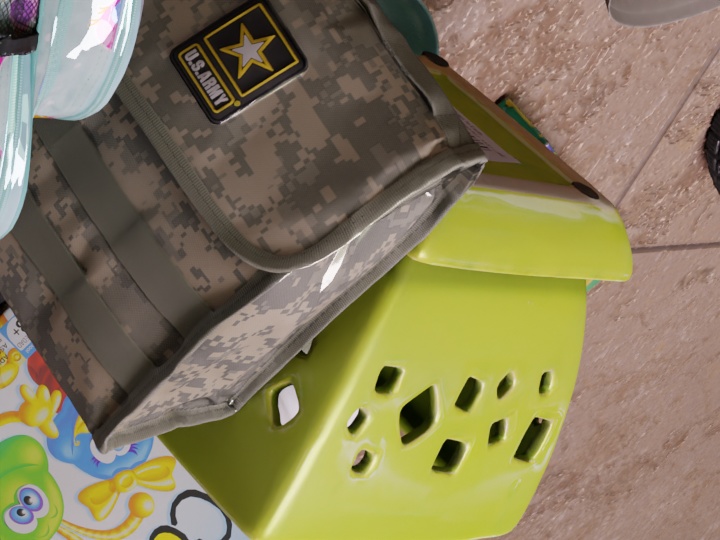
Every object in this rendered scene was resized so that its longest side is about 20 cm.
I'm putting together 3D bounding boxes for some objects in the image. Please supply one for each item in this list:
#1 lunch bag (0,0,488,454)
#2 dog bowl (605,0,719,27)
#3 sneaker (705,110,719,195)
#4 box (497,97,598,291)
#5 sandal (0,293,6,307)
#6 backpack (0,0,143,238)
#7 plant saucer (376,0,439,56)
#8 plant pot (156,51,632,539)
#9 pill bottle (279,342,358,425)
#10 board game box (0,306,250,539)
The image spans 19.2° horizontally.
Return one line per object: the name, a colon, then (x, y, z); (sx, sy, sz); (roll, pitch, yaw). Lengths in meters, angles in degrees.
lunch bag: (-0.063, -0.050, 0.870); (0.200, 0.164, 0.117); (-43, 163, 29)
dog bowl: (0.204, -0.204, 1.101); (0.199, 0.059, 0.200); (-26, 167, -6)
sneaker: (0.296, -0.117, 1.357); (0.091, 0.076, 0.200); (-14, 144, -47)
box: (0.086, -0.011, 1.292); (0.117, 0.048, 0.200); (-40, 151, 2)
sandal: (-0.219, 0.017, 1.013); (0.075, 0.048, 0.200); (-3, 147, -46)
backpack: (-0.168, -0.106, 0.749); (0.153, 0.176, 0.201); (0, 116, -43)
plant saucer: (-0.049, -0.076, 1.083); (0.200, 0.027, 0.201); (-28, 147, -20)
plant pot: (0.000, 0.000, 1.027); (0.199, 0.200, 0.182); (5, 121, -49)
pill bottle: (-0.103, 0.103, 1.175); (0.199, 0.112, 0.112); (-27, 147, -19)
board game box: (-0.133, 0.124, 1.046); (0.103, 0.200, 0.105); (-45, 180, -14)
